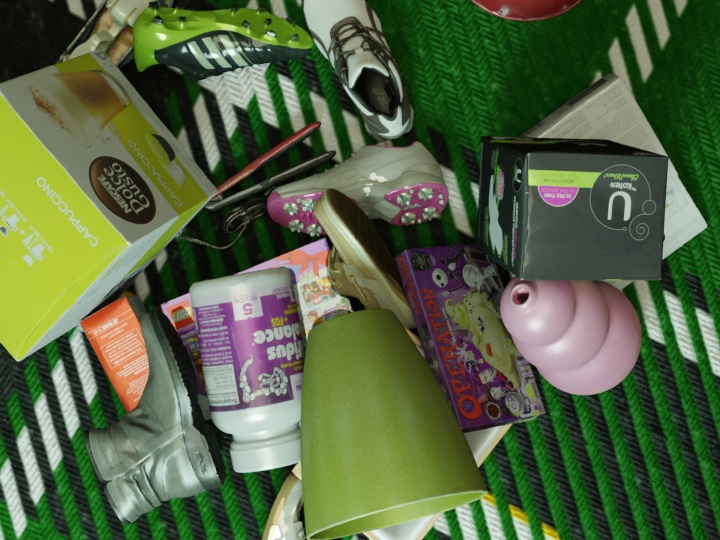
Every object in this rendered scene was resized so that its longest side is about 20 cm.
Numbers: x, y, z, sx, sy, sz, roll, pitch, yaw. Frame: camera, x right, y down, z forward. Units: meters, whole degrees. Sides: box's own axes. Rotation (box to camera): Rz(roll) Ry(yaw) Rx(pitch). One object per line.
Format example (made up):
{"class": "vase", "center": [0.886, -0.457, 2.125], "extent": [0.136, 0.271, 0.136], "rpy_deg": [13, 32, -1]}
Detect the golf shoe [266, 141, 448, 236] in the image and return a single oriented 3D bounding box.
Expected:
{"class": "golf shoe", "center": [-0.006, -0.092, 1.503], "extent": [0.197, 0.076, 0.092], "rpy_deg": [-5, 54, -5]}

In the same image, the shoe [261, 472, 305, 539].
{"class": "shoe", "center": [-0.085, 0.320, 1.501], "extent": [0.053, 0.070, 0.203], "rpy_deg": [15, 98, 4]}

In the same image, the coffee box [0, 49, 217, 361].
{"class": "coffee box", "center": [-0.307, -0.070, 1.401], "extent": [0.200, 0.198, 0.200], "rpy_deg": [-41, 90, 28]}

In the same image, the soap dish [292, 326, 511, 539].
{"class": "soap dish", "center": [0.046, 0.188, 1.495], "extent": [0.157, 0.081, 0.201], "rpy_deg": [39, 90, 0]}

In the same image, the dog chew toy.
{"class": "dog chew toy", "center": [0.214, 0.056, 1.439], "extent": [0.123, 0.199, 0.126], "rpy_deg": [-13, 65, 31]}

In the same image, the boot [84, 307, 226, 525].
{"class": "boot", "center": [-0.227, 0.151, 1.403], "extent": [0.129, 0.068, 0.203], "rpy_deg": [-18, 89, 4]}

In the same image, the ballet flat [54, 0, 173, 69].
{"class": "ballet flat", "center": [-0.271, -0.259, 1.501], "extent": [0.074, 0.074, 0.201], "rpy_deg": [34, 89, 0]}

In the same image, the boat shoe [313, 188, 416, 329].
{"class": "boat shoe", "center": [0.000, 0.000, 1.467], "extent": [0.066, 0.074, 0.201], "rpy_deg": [-26, 122, 18]}

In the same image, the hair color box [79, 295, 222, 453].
{"class": "hair color box", "center": [-0.224, 0.129, 1.483], "extent": [0.061, 0.102, 0.202], "rpy_deg": [-29, 89, -2]}

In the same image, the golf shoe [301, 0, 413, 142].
{"class": "golf shoe", "center": [0.000, -0.239, 1.491], "extent": [0.077, 0.094, 0.201], "rpy_deg": [-31, 89, 1]}

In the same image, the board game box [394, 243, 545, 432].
{"class": "board game box", "center": [0.117, 0.069, 1.467], "extent": [0.119, 0.032, 0.202], "rpy_deg": [-8, 71, -31]}

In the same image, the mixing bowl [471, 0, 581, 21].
{"class": "mixing bowl", "center": [0.185, -0.380, 1.487], "extent": [0.197, 0.108, 0.203], "rpy_deg": [0, 90, 0]}

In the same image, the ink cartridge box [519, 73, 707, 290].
{"class": "ink cartridge box", "center": [0.266, -0.089, 1.525], "extent": [0.162, 0.057, 0.201], "rpy_deg": [-35, 108, -1]}

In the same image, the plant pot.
{"class": "plant pot", "center": [0.014, 0.148, 1.381], "extent": [0.185, 0.187, 0.203], "rpy_deg": [-14, 74, -1]}

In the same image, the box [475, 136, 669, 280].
{"class": "box", "center": [0.209, -0.067, 1.395], "extent": [0.146, 0.200, 0.126], "rpy_deg": [0, 101, -8]}

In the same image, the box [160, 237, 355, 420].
{"class": "box", "center": [-0.104, 0.064, 1.515], "extent": [0.198, 0.039, 0.138], "rpy_deg": [-21, 91, 0]}

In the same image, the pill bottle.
{"class": "pill bottle", "center": [-0.110, 0.103, 1.439], "extent": [0.111, 0.112, 0.203], "rpy_deg": [-10, 91, -1]}

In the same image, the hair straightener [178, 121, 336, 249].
{"class": "hair straightener", "center": [-0.110, -0.082, 1.513], "extent": [0.199, 0.041, 0.078], "rpy_deg": [-32, 91, -6]}

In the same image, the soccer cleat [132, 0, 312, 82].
{"class": "soccer cleat", "center": [-0.152, -0.246, 1.508], "extent": [0.197, 0.068, 0.082], "rpy_deg": [2, 133, -15]}
